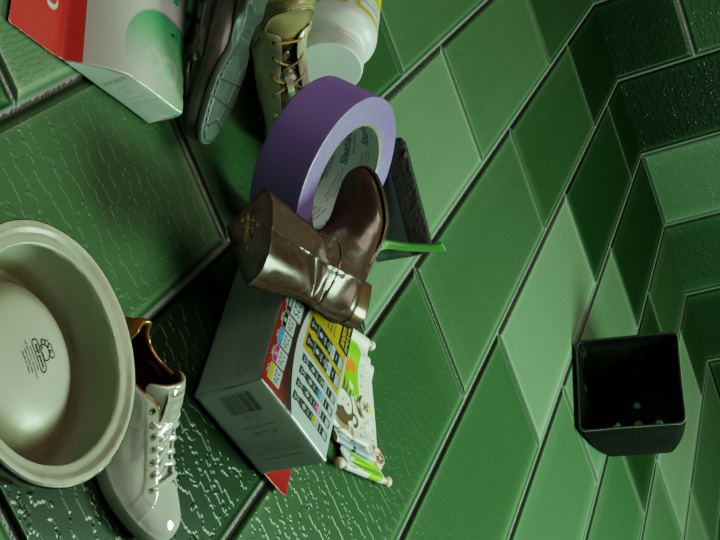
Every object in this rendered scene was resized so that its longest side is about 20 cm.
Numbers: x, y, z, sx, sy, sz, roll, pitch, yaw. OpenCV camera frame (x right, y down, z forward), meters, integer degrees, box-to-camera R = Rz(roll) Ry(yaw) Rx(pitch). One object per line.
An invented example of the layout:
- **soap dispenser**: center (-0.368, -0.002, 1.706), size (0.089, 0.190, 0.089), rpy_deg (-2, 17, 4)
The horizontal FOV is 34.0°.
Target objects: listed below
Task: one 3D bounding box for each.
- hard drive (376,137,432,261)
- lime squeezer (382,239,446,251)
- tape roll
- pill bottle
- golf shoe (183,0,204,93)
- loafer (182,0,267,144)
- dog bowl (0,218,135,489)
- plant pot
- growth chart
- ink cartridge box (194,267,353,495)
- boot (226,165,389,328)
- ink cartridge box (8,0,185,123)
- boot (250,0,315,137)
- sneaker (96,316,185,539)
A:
- **hard drive**: center (0.037, -0.085, 1.487), size (0.200, 0.032, 0.142), rpy_deg (172, -97, -78)
- **lime squeezer**: center (0.000, 0.000, 1.369), size (0.071, 0.199, 0.038), rpy_deg (60, -11, -29)
- **tape roll**: center (-0.040, -0.111, 1.313), size (0.200, 0.065, 0.202), rpy_deg (-48, 153, -35)
- **pill bottle**: center (-0.030, -0.330, 1.516), size (0.113, 0.111, 0.202), rpy_deg (49, 36, -42)
- **golf shoe**: center (-0.157, -0.270, 1.248), size (0.078, 0.093, 0.203), rpy_deg (13, 67, -63)
- **loafer**: center (-0.147, -0.231, 1.200), size (0.072, 0.062, 0.203), rpy_deg (30, 79, -76)
- **dog bowl**: center (-0.259, 0.068, 0.885), size (0.200, 0.073, 0.203), rpy_deg (41, 41, -50)
- **plant pot**: center (0.532, 0.260, 2.296), size (0.178, 0.197, 0.202), rpy_deg (65, 24, -50)
- **growth chart**: center (-0.010, 0.154, 1.417), size (0.144, 0.018, 0.203), rpy_deg (27, 53, -57)
- **ink cartridge box**: center (-0.072, 0.103, 1.238), size (0.176, 0.083, 0.202), rpy_deg (56, 31, -35)
- **boot**: center (-0.053, -0.052, 1.189), size (0.199, 0.064, 0.189), rpy_deg (28, 59, -50)
- **ink cartridge box**: center (-0.242, -0.257, 1.121), size (0.200, 0.049, 0.163), rpy_deg (39, 44, -55)
- **boot**: center (-0.080, -0.223, 1.320), size (0.200, 0.071, 0.157), rpy_deg (155, -74, -75)
- **sneaker**: center (-0.181, 0.137, 0.999), size (0.073, 0.084, 0.203), rpy_deg (-36, 111, -65)
